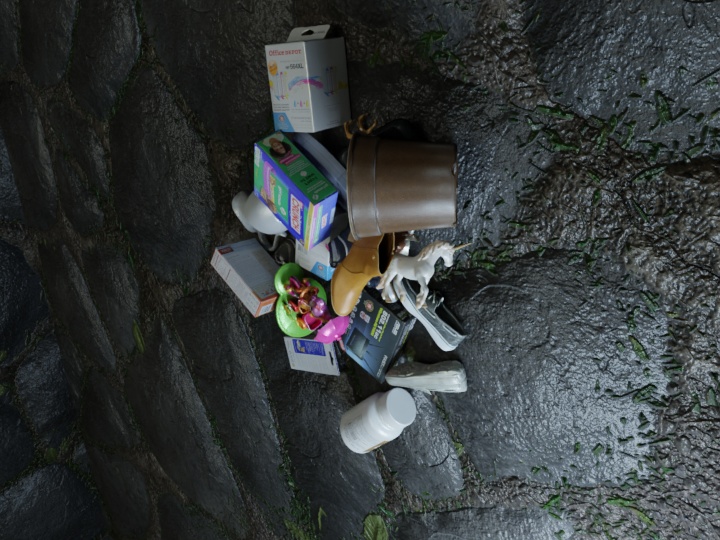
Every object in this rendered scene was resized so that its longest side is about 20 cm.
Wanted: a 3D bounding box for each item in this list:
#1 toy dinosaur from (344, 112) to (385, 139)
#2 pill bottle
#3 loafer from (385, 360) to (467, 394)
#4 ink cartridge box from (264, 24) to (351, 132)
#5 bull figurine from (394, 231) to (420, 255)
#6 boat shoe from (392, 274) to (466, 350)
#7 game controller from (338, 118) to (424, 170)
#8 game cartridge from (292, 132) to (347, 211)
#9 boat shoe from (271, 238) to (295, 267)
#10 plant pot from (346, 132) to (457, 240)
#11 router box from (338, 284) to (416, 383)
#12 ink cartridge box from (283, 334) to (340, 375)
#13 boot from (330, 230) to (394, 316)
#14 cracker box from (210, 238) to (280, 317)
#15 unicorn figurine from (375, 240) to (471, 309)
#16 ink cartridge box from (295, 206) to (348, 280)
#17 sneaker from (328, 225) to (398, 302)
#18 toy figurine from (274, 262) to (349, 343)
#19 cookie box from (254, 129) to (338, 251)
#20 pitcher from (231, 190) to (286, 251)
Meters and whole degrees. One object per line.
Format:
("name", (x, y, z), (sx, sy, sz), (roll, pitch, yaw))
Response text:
("toy dinosaur", (0.003, -0.266, 1.327), (0.198, 0.060, 0.108), (-23, 94, 46))
("pill bottle", (0.044, 0.362, 1.525), (0.116, 0.113, 0.200), (56, 135, 7))
("loafer", (0.145, 0.246, 1.404), (0.196, 0.070, 0.071), (-6, 112, 36))
("ink cartridge box", (-0.111, -0.406, 1.325), (0.127, 0.124, 0.205), (11, 116, 39))
("bull figurine", (0.069, -0.089, 1.341), (0.120, 0.065, 0.203), (-27, 95, 39))
("boat shoe", (0.153, 0.075, 1.340), (0.201, 0.072, 0.071), (49, 126, 1))
("game controller", (0.044, -0.237, 1.288), (0.197, 0.042, 0.105), (-20, 114, 40))
("game cartridge", (-0.072, -0.217, 1.388), (0.200, 0.041, 0.133), (46, 172, 18))
("boat shoe", (-0.220, 0.005, 1.656), (0.067, 0.057, 0.202), (43, 132, 20))
("plant pot", (0.086, -0.159, 1.181), (0.193, 0.201, 0.205), (0, 112, 10))
("router box", (0.038, 0.140, 1.470), (0.149, 0.062, 0.203), (36, 129, 24))
("ink cartridge box", (-0.124, 0.223, 1.679), (0.197, 0.037, 0.097), (1, 108, 46))
("boot", (0.005, 0.004, 1.297), (0.143, 0.069, 0.206), (14, 92, 60))
("cracker box", (-0.267, 0.014, 1.582), (0.200, 0.133, 0.058), (47, 128, 21))
("unicorn figurine", (0.114, 0.003, 1.269), (0.196, 0.073, 0.141), (8, 96, 24))
("ink cartridge box", (-0.092, -0.096, 1.484), (0.114, 0.067, 0.204), (26, 125, 33))
("sneaker", (0.000, 0.000, 1.407), (0.107, 0.070, 0.203), (-30, 79, 7))
("toy figurine", (-0.105, 0.090, 1.482), (0.183, 0.149, 0.203), (21, 138, 52))
("cookie box", (-0.145, -0.171, 1.362), (0.200, 0.075, 0.172), (46, 152, 17))
("pitcher", (-0.226, -0.129, 1.572), (0.198, 0.121, 0.174), (-1, 121, 54))
